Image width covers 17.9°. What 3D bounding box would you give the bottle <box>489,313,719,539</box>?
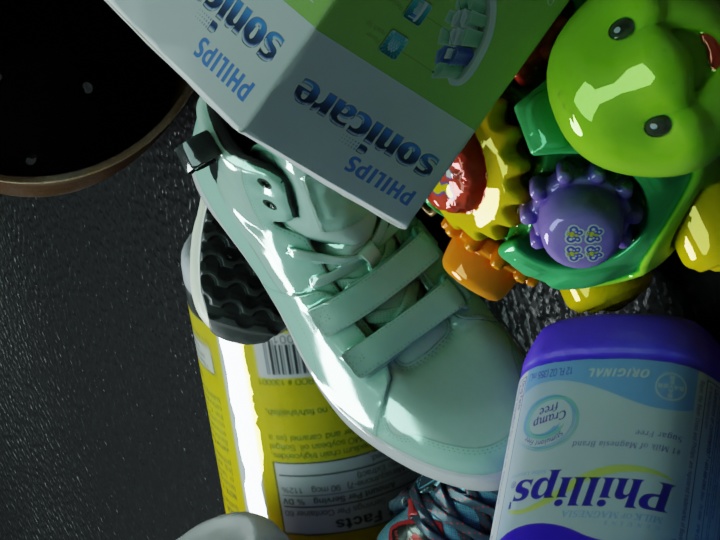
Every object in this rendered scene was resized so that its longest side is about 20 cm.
[{"bbox_3d":[0.087,0.112,0.832,0.083,0.200,0.065,-2,146,24],"label":"bottle"}]

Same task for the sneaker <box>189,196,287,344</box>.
[{"bbox_3d":[-0.033,-0.059,1.019,0.093,0.070,0.200,140,142,-74],"label":"sneaker"}]

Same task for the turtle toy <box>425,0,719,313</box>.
[{"bbox_3d":[0.078,-0.056,0.817,0.200,0.101,0.146,-24,87,59],"label":"turtle toy"}]

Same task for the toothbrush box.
[{"bbox_3d":[0.012,-0.140,0.774,0.200,0.086,0.146,-54,40,7],"label":"toothbrush box"}]

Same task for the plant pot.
[{"bbox_3d":[-0.176,-0.114,1.242,0.200,0.187,0.187,117,130,-77],"label":"plant pot"}]

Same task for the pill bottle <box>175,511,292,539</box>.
[{"bbox_3d":[-0.020,0.213,1.044,0.200,0.112,0.112,47,163,-21],"label":"pill bottle"}]

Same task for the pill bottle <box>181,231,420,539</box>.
[{"bbox_3d":[-0.015,0.071,1.092,0.114,0.114,0.201,30,133,55],"label":"pill bottle"}]

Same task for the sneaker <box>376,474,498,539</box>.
[{"bbox_3d":[0.057,0.112,0.993,0.079,0.095,0.200,56,152,27],"label":"sneaker"}]

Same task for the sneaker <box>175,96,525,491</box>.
[{"bbox_3d":[-0.001,0.000,0.888,0.200,0.074,0.118,48,169,12],"label":"sneaker"}]

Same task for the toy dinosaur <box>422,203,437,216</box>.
[{"bbox_3d":[0.026,-0.085,0.945,0.200,0.060,0.106,96,155,-46],"label":"toy dinosaur"}]
